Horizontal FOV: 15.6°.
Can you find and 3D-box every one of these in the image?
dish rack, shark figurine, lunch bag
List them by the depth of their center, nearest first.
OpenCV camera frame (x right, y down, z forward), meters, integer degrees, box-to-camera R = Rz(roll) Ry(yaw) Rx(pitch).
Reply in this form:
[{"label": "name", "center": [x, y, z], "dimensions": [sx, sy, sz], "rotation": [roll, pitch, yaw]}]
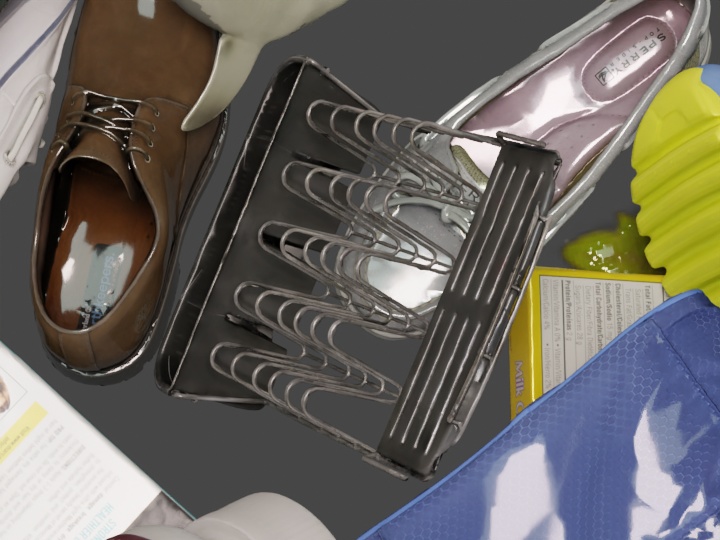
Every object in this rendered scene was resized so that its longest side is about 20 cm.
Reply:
[{"label": "lunch bag", "center": [0.095, 0.120, 0.985], "dimensions": [0.200, 0.136, 0.132], "rotation": [-39, 75, 5]}, {"label": "dish rack", "center": [0.000, 0.000, 1.042], "dimensions": [0.054, 0.200, 0.154], "rotation": [22, 89, -27]}, {"label": "shark figurine", "center": [-0.072, -0.148, 1.062], "dimensions": [0.089, 0.215, 0.128], "rotation": [34, 76, 23]}]

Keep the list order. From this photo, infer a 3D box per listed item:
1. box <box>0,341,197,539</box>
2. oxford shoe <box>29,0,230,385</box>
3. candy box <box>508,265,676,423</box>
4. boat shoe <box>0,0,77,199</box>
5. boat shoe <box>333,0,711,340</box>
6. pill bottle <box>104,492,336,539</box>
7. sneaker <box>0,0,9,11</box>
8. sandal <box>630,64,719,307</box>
[{"label": "box", "center": [-0.163, 0.074, 1.099], "dimensions": [0.200, 0.049, 0.082], "rotation": [42, 82, 6]}, {"label": "oxford shoe", "center": [-0.097, -0.056, 1.106], "dimensions": [0.073, 0.084, 0.200], "rotation": [5, 78, 4]}, {"label": "candy box", "center": [0.111, 0.100, 1.094], "dimensions": [0.102, 0.026, 0.200], "rotation": [5, 79, -26]}, {"label": "boat shoe", "center": [-0.167, -0.063, 1.103], "dimensions": [0.073, 0.065, 0.200], "rotation": [1, 46, 37]}, {"label": "boat shoe", "center": [0.069, -0.051, 1.114], "dimensions": [0.202, 0.065, 0.074], "rotation": [-39, 82, -3]}, {"label": "pill bottle", "center": [-0.097, 0.163, 0.993], "dimensions": [0.200, 0.110, 0.110], "rotation": [-23, 80, -36]}, {"label": "sneaker", "center": [-0.181, -0.116, 1.073], "dimensions": [0.067, 0.108, 0.201], "rotation": [42, 87, -16]}, {"label": "sandal", "center": [0.182, 0.003, 1.094], "dimensions": [0.087, 0.079, 0.200], "rotation": [-32, 102, -32]}]
